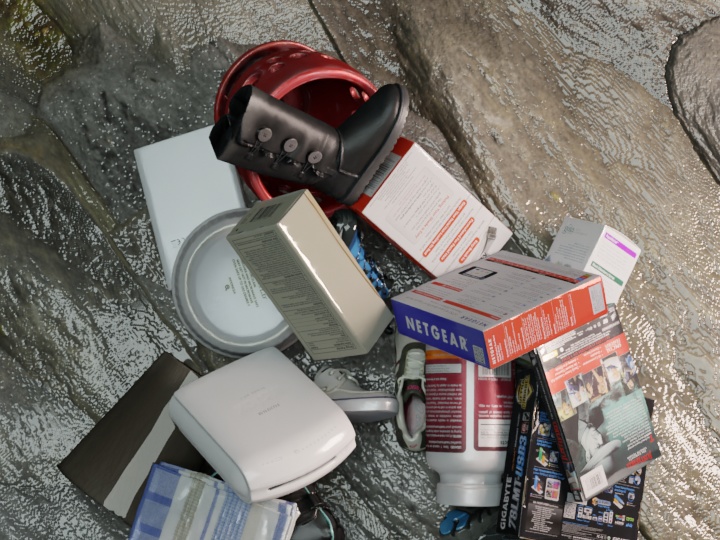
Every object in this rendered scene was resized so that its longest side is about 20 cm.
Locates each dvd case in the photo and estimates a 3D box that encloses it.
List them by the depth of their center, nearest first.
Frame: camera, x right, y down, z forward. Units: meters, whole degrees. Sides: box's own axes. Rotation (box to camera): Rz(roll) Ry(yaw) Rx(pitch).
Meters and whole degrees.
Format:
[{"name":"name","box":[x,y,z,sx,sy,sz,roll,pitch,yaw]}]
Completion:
[{"name":"dvd case","box":[0.282,0.157,1.568,0.145,0.022,0.202,-22,95,-33]}]

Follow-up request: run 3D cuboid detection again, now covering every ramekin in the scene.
[{"name":"ramekin","box":[-0.148,0.018,1.689,0.200,0.094,0.205,0,91,-2]}]

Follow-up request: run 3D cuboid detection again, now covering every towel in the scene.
[{"name":"towel","box":[-0.182,0.322,1.557,0.198,0.024,0.148,14,79,19]}]

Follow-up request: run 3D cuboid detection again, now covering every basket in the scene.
[{"name":"basket","box":[-0.262,0.218,1.680,0.180,0.136,0.201,33,83,20]}]

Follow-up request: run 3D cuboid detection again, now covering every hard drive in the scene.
[{"name":"hard drive","box":[-0.221,-0.086,1.769,0.131,0.026,0.202,-16,80,4]}]

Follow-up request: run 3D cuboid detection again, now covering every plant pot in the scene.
[{"name":"plant pot","box":[-0.086,-0.187,1.661,0.201,0.200,0.182,-46,38,-1]}]

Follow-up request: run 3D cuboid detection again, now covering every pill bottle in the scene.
[{"name":"pill bottle","box":[0.135,0.184,1.600,0.112,0.113,0.202,0,84,7]}]

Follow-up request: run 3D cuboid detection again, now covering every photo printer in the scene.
[{"name":"photo printer","box":[-0.114,0.189,1.572,0.165,0.070,0.200,-23,41,-27]}]

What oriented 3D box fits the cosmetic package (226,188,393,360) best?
[{"name":"cosmetic package","box":[-0.060,0.008,1.579,0.201,0.103,0.073,56,50,-22]}]

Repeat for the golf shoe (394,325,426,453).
[{"name":"golf shoe","box":[0.078,0.131,1.670,0.076,0.088,0.202,-2,80,8]}]

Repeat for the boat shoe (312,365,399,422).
[{"name":"boat shoe","box":[-0.038,0.156,1.668,0.199,0.071,0.071,-6,72,36]}]

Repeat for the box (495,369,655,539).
[{"name":"box","box":[0.265,0.236,1.589,0.199,0.050,0.201,15,77,-32]}]

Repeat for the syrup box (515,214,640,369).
[{"name":"syrup box","box":[0.266,0.039,1.648,0.081,0.079,0.201,30,84,-34]}]

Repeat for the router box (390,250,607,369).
[{"name":"router box","box":[0.163,0.042,1.565,0.178,0.200,0.049,-22,110,-25]}]

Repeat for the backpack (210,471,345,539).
[{"name":"backpack","box":[-0.138,0.331,1.633,0.199,0.153,0.176,-36,73,-8]}]

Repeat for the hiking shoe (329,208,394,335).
[{"name":"hiking shoe","box":[0.000,0.000,1.664,0.086,0.201,0.075,-1,44,1]}]

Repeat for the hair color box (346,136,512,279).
[{"name":"hair color box","box":[0.087,-0.067,1.652,0.200,0.064,0.111,40,87,-30]}]

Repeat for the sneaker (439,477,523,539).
[{"name":"sneaker","box":[0.198,0.307,1.649,0.199,0.073,0.082,-28,109,-3]}]

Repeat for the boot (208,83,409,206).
[{"name":"boot","box":[-0.058,-0.176,1.534,0.199,0.066,0.166,21,106,-30]}]
